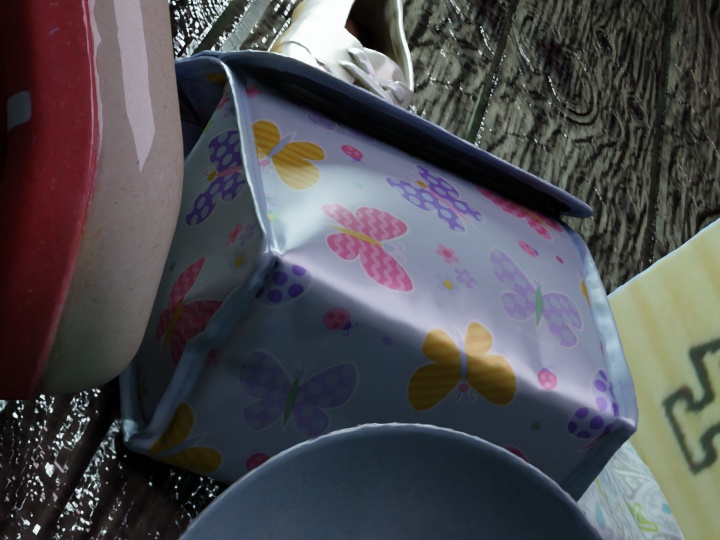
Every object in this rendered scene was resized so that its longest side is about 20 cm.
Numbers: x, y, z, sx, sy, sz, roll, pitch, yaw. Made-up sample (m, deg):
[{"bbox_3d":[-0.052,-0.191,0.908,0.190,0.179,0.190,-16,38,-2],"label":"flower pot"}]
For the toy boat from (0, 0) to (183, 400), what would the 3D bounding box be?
[{"bbox_3d":[-0.130,-0.056,0.943,0.131,0.130,0.200,116,-31,-70],"label":"toy boat"}]

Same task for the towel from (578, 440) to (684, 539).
[{"bbox_3d":[0.102,0.099,1.325,0.200,0.048,0.171,48,15,-50],"label":"towel"}]

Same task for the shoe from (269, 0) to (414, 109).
[{"bbox_3d":[-0.006,-0.109,1.469,0.070,0.053,0.200,48,18,-19],"label":"shoe"}]

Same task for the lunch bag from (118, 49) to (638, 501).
[{"bbox_3d":[0.000,0.000,1.096,0.169,0.127,0.200,25,27,-21],"label":"lunch bag"}]

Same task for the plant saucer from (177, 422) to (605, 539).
[{"bbox_3d":[0.002,0.147,0.868,0.201,0.201,0.039,47,-24,-21],"label":"plant saucer"}]

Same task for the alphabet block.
[{"bbox_3d":[0.266,0.087,1.581,0.195,0.196,0.200,35,25,-43],"label":"alphabet block"}]
